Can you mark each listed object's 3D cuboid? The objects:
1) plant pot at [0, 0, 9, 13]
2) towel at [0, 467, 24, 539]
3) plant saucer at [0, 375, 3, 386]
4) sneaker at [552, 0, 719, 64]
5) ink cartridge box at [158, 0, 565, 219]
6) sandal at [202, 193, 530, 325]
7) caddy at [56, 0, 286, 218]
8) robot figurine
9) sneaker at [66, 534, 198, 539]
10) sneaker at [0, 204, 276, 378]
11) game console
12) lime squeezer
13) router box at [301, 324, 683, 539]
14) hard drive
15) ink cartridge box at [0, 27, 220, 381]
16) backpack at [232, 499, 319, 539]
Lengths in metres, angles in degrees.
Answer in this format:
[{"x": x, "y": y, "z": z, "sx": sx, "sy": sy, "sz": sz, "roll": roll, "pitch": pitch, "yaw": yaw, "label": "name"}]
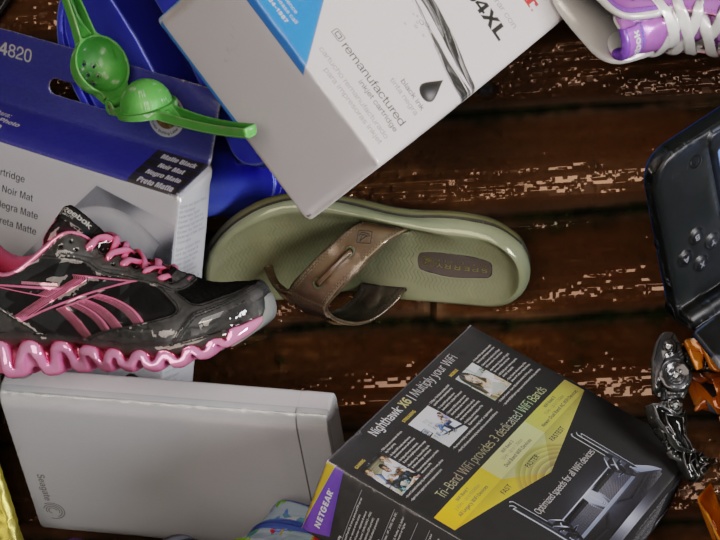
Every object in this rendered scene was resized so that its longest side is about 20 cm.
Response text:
[{"x": -0.291, "y": -0.286, "z": 1.794, "sx": 0.177, "sy": 0.200, "sz": 0.200, "roll": 36, "pitch": 91, "yaw": 27, "label": "plant pot"}, {"x": -0.286, "y": 0.101, "z": 1.772, "sx": 0.143, "sy": 0.023, "sz": 0.201, "roll": -15, "pitch": 95, "yaw": 35, "label": "towel"}, {"x": -0.291, "y": 0.033, "z": 1.789, "sx": 0.199, "sy": 0.032, "sz": 0.202, "roll": 9, "pitch": 107, "yaw": 31, "label": "plant saucer"}, {"x": 0.204, "y": -0.141, "z": 1.695, "sx": 0.200, "sy": 0.073, "sz": 0.114, "roll": 24, "pitch": 47, "yaw": 22, "label": "sneaker"}, {"x": 0.004, "y": -0.147, "z": 1.685, "sx": 0.146, "sy": 0.200, "sz": 0.084, "roll": 52, "pitch": 139, "yaw": -3, "label": "ink cartridge box"}, {"x": 0.001, "y": -0.001, "z": 1.735, "sx": 0.199, "sy": 0.080, "sz": 0.058, "roll": 1, "pitch": 45, "yaw": 12, "label": "sandal"}, {"x": -0.092, "y": -0.124, "z": 1.766, "sx": 0.141, "sy": 0.105, "sz": 0.201, "roll": -31, "pitch": 82, "yaw": 29, "label": "caddy"}, {"x": 0.246, "y": 0.106, "z": 1.675, "sx": 0.144, "sy": 0.058, "sz": 0.201, "roll": -19, "pitch": 79, "yaw": -9, "label": "robot figurine"}, {"x": -0.152, "y": 0.186, "z": 1.704, "sx": 0.074, "sy": 0.200, "sz": 0.088, "roll": -16, "pitch": 69, "yaw": -33, "label": "sneaker"}, {"x": -0.147, "y": 0.009, "z": 1.668, "sx": 0.199, "sy": 0.079, "sz": 0.096, "roll": -4, "pitch": 97, "yaw": 13, "label": "sneaker"}, {"x": 0.277, "y": -0.023, "z": 1.630, "sx": 0.199, "sy": 0.171, "sz": 0.118, "roll": -33, "pitch": 42, "yaw": -20, "label": "game console"}, {"x": -0.130, "y": -0.118, "z": 1.678, "sx": 0.200, "sy": 0.038, "sz": 0.071, "roll": 45, "pitch": 123, "yaw": 25, "label": "lime squeezer"}, {"x": 0.081, "y": 0.124, "z": 1.649, "sx": 0.157, "sy": 0.200, "sz": 0.052, "roll": 30, "pitch": 122, "yaw": 14, "label": "router box"}, {"x": -0.106, "y": 0.114, "z": 1.729, "sx": 0.199, "sy": 0.132, "sz": 0.027, "roll": 4, "pitch": 48, "yaw": 13, "label": "hard drive"}, {"x": -0.182, "y": -0.032, "z": 1.746, "sx": 0.199, "sy": 0.041, "sz": 0.201, "roll": 16, "pitch": 111, "yaw": 27, "label": "ink cartridge box"}, {"x": 0.004, "y": 0.216, "z": 1.680, "sx": 0.198, "sy": 0.163, "sz": 0.155, "roll": -1, "pitch": 61, "yaw": 11, "label": "backpack"}]
